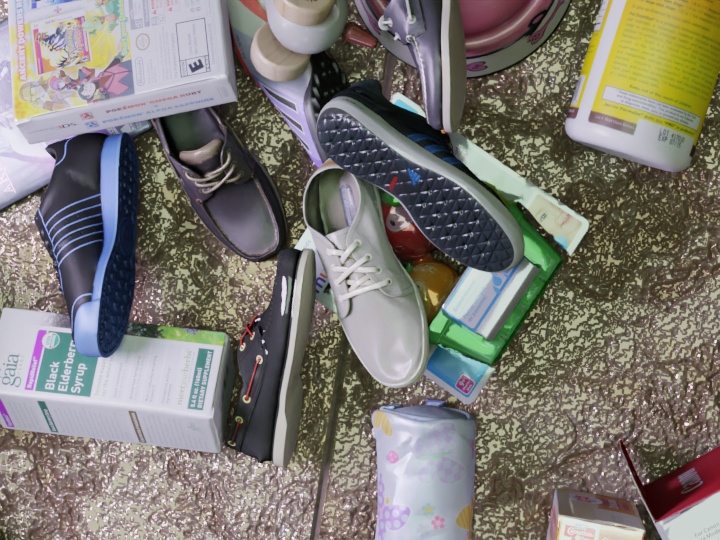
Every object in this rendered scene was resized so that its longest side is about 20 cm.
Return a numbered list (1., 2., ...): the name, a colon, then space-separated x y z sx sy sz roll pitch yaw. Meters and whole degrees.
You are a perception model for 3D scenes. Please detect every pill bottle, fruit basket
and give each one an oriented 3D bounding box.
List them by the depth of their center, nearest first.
1. pill bottle: 0.245 -0.189 1.543 0.108 0.109 0.202 18 93 5
2. fruit basket: 0.060 -0.018 1.572 0.199 0.094 0.186 35 94 2

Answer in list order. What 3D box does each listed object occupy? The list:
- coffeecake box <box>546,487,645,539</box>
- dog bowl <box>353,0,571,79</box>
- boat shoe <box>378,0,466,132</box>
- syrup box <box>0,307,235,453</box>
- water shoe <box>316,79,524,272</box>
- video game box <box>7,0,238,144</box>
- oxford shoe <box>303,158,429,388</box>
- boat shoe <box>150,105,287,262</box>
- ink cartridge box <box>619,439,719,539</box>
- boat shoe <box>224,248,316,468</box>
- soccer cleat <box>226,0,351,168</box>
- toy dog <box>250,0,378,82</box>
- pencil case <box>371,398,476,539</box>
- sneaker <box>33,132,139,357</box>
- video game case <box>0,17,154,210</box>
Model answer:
1. coffeecake box: 0.176 0.290 1.538 0.072 0.154 0.202 10 92 5
2. dog bowl: 0.083 -0.264 1.577 0.198 0.074 0.202 0 91 6
3. boat shoe: 0.047 -0.207 1.515 0.062 0.073 0.202 -6 86 13
4. syrup box: -0.211 0.093 1.601 0.198 0.082 0.079 7 63 5
5. water shoe: 0.060 -0.083 1.512 0.200 0.079 0.072 39 135 3
6. video game box: -0.201 -0.214 1.569 0.180 0.047 0.202 -10 62 4
7. oxford shoe: 0.000 0.000 1.532 0.075 0.058 0.202 -21 79 21
8. boat shoe: -0.132 -0.093 1.599 0.074 0.073 0.201 -33 92 9
9. ink cartridge box: 0.281 0.205 1.501 0.083 0.200 0.177 -28 89 5
10. boat shoe: -0.075 0.071 1.576 0.063 0.074 0.203 15 118 9
11. soccer cleat: -0.062 -0.169 1.607 0.073 0.068 0.201 -19 97 34
12. toy dog: -0.027 -0.247 1.533 0.095 0.132 0.202 12 78 -13
13. pencil case: 0.049 0.211 1.586 0.090 0.083 0.202 2 92 10
14. sneaker: -0.233 -0.021 1.582 0.077 0.070 0.202 -4 65 14
15. video game case: -0.296 -0.142 1.642 0.199 0.019 0.144 -27 91 7
